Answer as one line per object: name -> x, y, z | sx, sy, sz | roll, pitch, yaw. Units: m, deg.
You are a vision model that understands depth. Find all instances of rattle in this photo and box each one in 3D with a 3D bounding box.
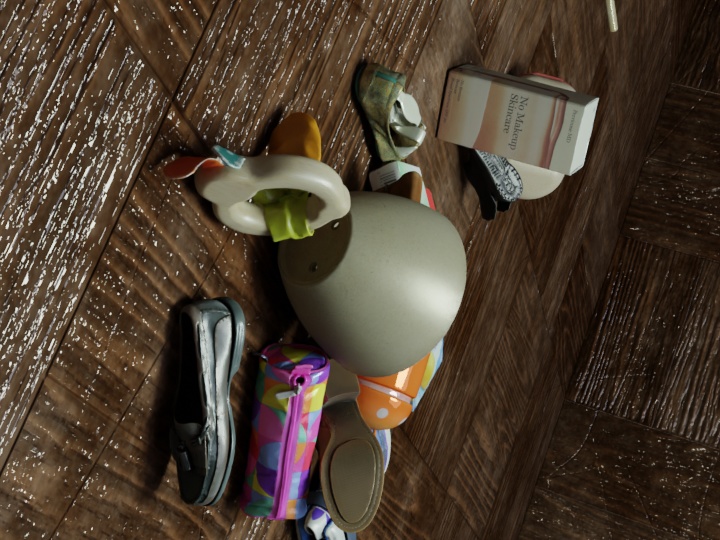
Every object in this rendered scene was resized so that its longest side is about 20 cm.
rattle -> -0.097, -0.117, 1.150 | 0.199, 0.129, 0.145 | 24, 71, -44

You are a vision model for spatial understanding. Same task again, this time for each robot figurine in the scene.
robot figurine -> 0.029, 0.114, 1.607 | 0.144, 0.115, 0.203 | 135, -26, -81

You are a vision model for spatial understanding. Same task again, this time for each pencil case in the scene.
pencil case -> -0.085, 0.178, 1.393 | 0.088, 0.087, 0.203 | -34, 136, -61

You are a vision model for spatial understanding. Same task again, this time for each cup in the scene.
cup -> -0.006, -0.004, 1.348 | 0.143, 0.198, 0.203 | 31, 75, -46

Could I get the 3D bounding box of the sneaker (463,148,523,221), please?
sneaker -> 0.184, -0.166, 1.896 | 0.060, 0.104, 0.202 | -31, 108, -15

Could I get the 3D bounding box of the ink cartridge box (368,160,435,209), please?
ink cartridge box -> 0.087, -0.045, 1.609 | 0.199, 0.050, 0.164 | 4, 69, -62

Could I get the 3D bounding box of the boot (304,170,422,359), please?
boot -> 0.000, 0.000, 1.480 | 0.068, 0.187, 0.203 | 18, 58, -35

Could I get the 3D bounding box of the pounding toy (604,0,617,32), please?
pounding toy -> 0.359, -0.519, 1.987 | 0.184, 0.140, 0.203 | 55, 53, -65

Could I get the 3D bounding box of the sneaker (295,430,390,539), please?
sneaker -> -0.026, 0.284, 1.641 | 0.146, 0.080, 0.203 | -39, 146, -65

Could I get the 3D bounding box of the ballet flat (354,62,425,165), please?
ballet flat -> 0.044, -0.176, 1.495 | 0.200, 0.070, 0.072 | 62, 48, -64

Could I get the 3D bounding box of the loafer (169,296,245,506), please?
loafer -> -0.157, 0.125, 1.194 | 0.062, 0.071, 0.204 | 1, 99, -50

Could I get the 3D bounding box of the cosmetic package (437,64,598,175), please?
cosmetic package -> 0.216, -0.210, 1.745 | 0.087, 0.197, 0.105 | -33, 135, -63

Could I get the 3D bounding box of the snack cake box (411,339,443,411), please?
snack cake box -> 0.069, 0.081, 1.767 | 0.115, 0.066, 0.202 | -54, 152, -43

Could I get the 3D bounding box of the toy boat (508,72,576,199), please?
toy boat -> 0.273, -0.218, 2.062 | 0.131, 0.128, 0.203 | -135, -121, -79

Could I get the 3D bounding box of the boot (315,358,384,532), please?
boot -> -0.030, 0.214, 1.470 | 0.156, 0.075, 0.203 | 116, -38, -66
